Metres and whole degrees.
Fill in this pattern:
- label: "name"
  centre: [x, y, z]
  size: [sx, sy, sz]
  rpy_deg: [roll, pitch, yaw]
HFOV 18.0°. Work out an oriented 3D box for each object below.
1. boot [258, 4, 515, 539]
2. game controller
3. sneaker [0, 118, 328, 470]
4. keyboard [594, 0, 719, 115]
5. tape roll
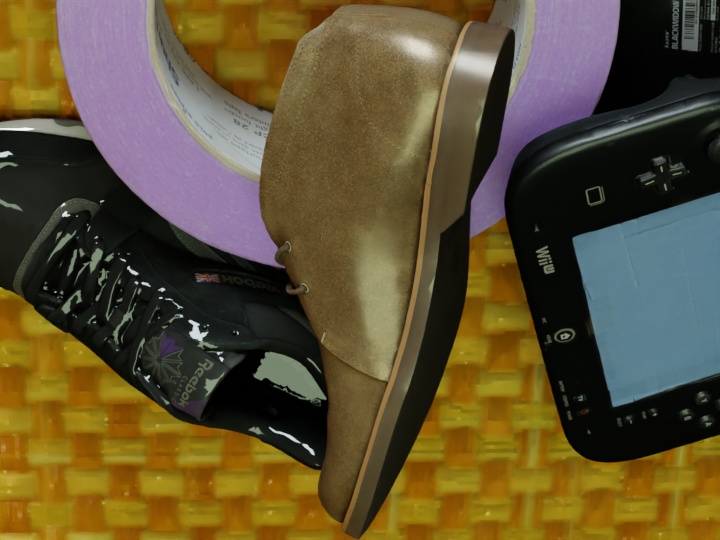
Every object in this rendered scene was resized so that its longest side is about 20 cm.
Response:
- label: "boot"
  centre: [0.000, 0.000, 0.814]
  size: [0.075, 0.074, 0.201]
  rpy_deg: [14, 113, 9]
- label: "game controller"
  centre: [0.116, 0.006, 0.866]
  size: [0.104, 0.042, 0.200]
  rpy_deg: [-24, 140, -3]
- label: "sneaker"
  centre: [-0.075, 0.010, 0.864]
  size: [0.199, 0.088, 0.076]
  rpy_deg: [25, 113, -16]
- label: "keyboard"
  centre: [0.142, -0.105, 0.861]
  size: [0.104, 0.040, 0.201]
  rpy_deg: [8, 120, 18]
- label: "tape roll"
  centre: [-0.009, -0.102, 0.825]
  size: [0.199, 0.066, 0.201]
  rpy_deg: [-1, 118, -3]
